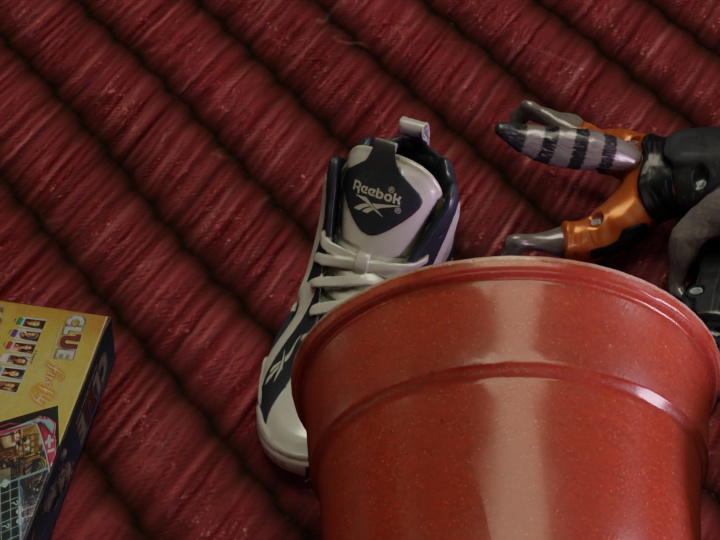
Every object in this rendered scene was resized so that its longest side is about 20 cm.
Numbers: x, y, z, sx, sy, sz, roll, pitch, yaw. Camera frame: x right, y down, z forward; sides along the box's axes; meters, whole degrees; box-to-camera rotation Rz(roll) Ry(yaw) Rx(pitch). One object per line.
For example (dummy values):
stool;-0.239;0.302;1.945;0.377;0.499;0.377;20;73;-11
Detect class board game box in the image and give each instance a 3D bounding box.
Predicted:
board game box;-0.214;0.095;0.928;0.134;0.035;0.201;8;45;7

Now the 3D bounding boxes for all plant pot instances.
plant pot;0.065;0.132;0.803;0.199;0.201;0.196;1;54;0

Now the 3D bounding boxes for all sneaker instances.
sneaker;0.000;0.000;0.961;0.079;0.130;0.199;20;48;19

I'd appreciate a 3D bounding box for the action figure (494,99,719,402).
action figure;0.171;-0.030;1.019;0.192;0.105;0.201;-1;42;11
